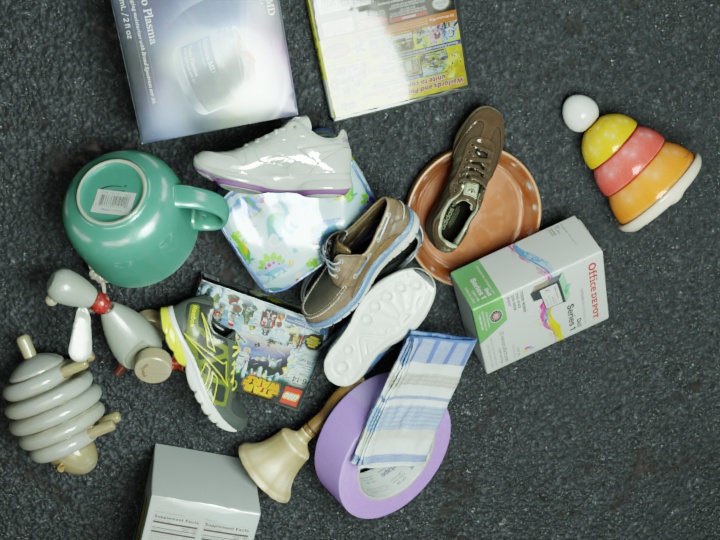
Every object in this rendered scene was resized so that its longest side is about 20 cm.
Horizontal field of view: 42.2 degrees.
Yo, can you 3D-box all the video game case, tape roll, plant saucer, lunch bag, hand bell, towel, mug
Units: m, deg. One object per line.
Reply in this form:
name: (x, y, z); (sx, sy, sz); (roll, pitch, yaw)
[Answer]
video game case: (0.037, -0.307, 1.223); (0.197, 0.026, 0.183); (-15, 108, -8)
tape roll: (0.033, 0.248, 1.320); (0.198, 0.065, 0.203); (-20, 126, -30)
plant saucer: (0.156, -0.077, 1.311); (0.197, 0.032, 0.203); (-3, 107, -10)
lunch bag: (-0.084, -0.084, 1.234); (0.199, 0.083, 0.162); (-33, 111, 0)
hand bell: (-0.065, 0.220, 1.308); (0.200, 0.104, 0.104); (-43, 109, 6)
towel: (0.075, 0.176, 1.248); (0.146, 0.024, 0.202); (10, 108, -46)
mug: (-0.274, -0.079, 1.146); (0.184, 0.115, 0.152); (-37, 68, -9)

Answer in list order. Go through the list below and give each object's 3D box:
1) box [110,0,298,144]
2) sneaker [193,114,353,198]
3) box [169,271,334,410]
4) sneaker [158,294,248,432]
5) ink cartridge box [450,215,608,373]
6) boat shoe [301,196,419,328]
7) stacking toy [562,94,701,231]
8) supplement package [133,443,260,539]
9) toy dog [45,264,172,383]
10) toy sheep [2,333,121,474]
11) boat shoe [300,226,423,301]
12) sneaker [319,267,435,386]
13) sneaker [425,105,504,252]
box: (-0.190, -0.277, 1.136); (0.195, 0.123, 0.203); (-12, 109, -9)
sneaker: (-0.106, -0.143, 1.151); (0.197, 0.075, 0.101); (3, 90, -13)
box: (-0.153, 0.100, 1.297); (0.198, 0.040, 0.138); (20, 103, -16)
sneaker: (-0.191, 0.124, 1.235); (0.084, 0.075, 0.202); (-27, 110, -1)
ink cartridge box: (0.240, 0.035, 1.309); (0.198, 0.084, 0.146); (-24, 134, -4)
boat shoe: (-0.015, -0.016, 1.193); (0.201, 0.072, 0.072); (-50, 134, 4)
stacking toy: (0.357, -0.168, 1.294); (0.146, 0.146, 0.200); (-44, 90, 4)
supplement package: (-0.238, 0.377, 1.302); (0.149, 0.152, 0.203); (13, 104, -14)
toy dog: (-0.334, 0.077, 1.214); (0.096, 0.132, 0.200); (-36, 107, 17)
toy sheep: (-0.400, 0.175, 1.227); (0.136, 0.138, 0.202); (-22, 95, -4)
boat shoe: (0.000, 0.000, 1.270); (0.198, 0.068, 0.072); (-30, 107, 13)
sneaker: (0.029, 0.067, 1.272); (0.080, 0.146, 0.200); (41, 102, 2)
sneaker: (0.149, -0.117, 1.241); (0.070, 0.076, 0.202); (16, 103, -15)
